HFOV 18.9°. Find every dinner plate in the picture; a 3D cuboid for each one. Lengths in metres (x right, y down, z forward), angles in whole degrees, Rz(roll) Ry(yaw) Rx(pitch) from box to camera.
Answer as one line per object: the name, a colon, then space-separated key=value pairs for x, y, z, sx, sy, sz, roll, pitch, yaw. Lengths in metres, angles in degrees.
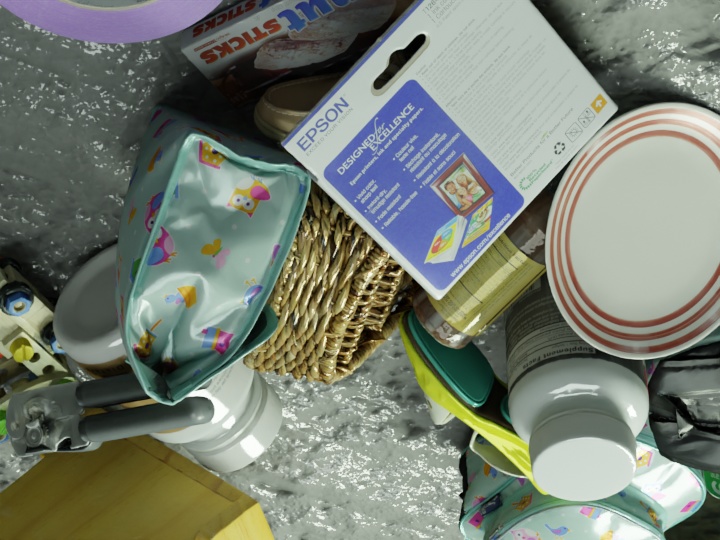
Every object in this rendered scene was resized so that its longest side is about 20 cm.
dinner plate: x=0.224 y=-0.031 z=1.655 sx=0.199 sy=0.024 sz=0.201 roll=-6 pitch=105 yaw=-24

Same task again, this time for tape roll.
tape roll: x=-0.175 y=-0.251 z=1.475 sx=0.199 sy=0.066 sz=0.201 roll=1 pitch=136 yaw=1

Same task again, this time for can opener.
can opener: x=-0.195 y=0.111 z=1.722 sx=0.199 sy=0.054 sz=0.067 roll=-11 pitch=169 yaw=27

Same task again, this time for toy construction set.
toy construction set: x=-0.304 y=0.068 z=1.780 sx=0.131 sy=0.092 sz=0.200 roll=-38 pitch=150 yaw=4

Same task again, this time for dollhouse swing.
dollhouse swing: x=-0.203 y=0.241 z=1.848 sx=0.200 sy=0.176 sz=0.182 roll=26 pitch=153 yaw=28

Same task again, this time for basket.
basket: x=0.000 y=0.000 z=1.679 sx=0.148 sy=0.143 sz=0.200 roll=12 pitch=136 yaw=-10

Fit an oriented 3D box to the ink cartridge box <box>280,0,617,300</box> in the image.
ink cartridge box: x=0.061 y=-0.109 z=1.537 sx=0.198 sy=0.047 sz=0.200 roll=-46 pitch=126 yaw=0

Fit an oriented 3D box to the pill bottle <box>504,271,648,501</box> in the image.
pill bottle: x=0.171 y=0.079 z=1.715 sx=0.110 sy=0.201 sz=0.111 roll=0 pitch=138 yaw=0

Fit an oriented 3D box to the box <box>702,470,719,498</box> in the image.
box: x=0.389 y=0.148 z=1.842 sx=0.199 sy=0.118 sz=0.049 roll=1 pitch=128 yaw=1

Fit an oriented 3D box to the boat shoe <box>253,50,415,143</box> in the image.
boat shoe: x=0.020 y=-0.135 z=1.587 sx=0.199 sy=0.071 sz=0.065 roll=-7 pitch=131 yaw=-12

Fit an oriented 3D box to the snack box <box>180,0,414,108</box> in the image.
snack box: x=-0.030 y=-0.184 z=1.570 sx=0.199 sy=0.024 sz=0.072 roll=-23 pitch=133 yaw=24

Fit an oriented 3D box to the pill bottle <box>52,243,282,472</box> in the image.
pill bottle: x=-0.153 y=0.077 z=1.787 sx=0.114 sy=0.115 sz=0.200 roll=-21 pitch=132 yaw=23

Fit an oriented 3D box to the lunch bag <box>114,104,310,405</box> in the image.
lunch bag: x=-0.123 y=-0.006 z=1.601 sx=0.122 sy=0.170 sz=0.201 roll=16 pitch=96 yaw=-15

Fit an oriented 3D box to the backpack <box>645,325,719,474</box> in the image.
backpack: x=0.322 y=0.089 z=1.770 sx=0.199 sy=0.127 sz=0.168 roll=-3 pitch=113 yaw=-1

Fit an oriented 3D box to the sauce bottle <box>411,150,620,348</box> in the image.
sauce bottle: x=0.125 y=-0.022 z=1.700 sx=0.065 sy=0.065 sz=0.200 roll=32 pitch=118 yaw=-28

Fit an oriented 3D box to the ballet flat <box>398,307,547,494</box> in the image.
ballet flat: x=0.097 y=0.114 z=1.763 sx=0.200 sy=0.067 sz=0.067 roll=38 pitch=127 yaw=-5

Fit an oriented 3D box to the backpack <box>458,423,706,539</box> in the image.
backpack: x=0.197 y=0.185 z=1.868 sx=0.175 sy=0.154 sz=0.200 roll=27 pitch=123 yaw=-21
